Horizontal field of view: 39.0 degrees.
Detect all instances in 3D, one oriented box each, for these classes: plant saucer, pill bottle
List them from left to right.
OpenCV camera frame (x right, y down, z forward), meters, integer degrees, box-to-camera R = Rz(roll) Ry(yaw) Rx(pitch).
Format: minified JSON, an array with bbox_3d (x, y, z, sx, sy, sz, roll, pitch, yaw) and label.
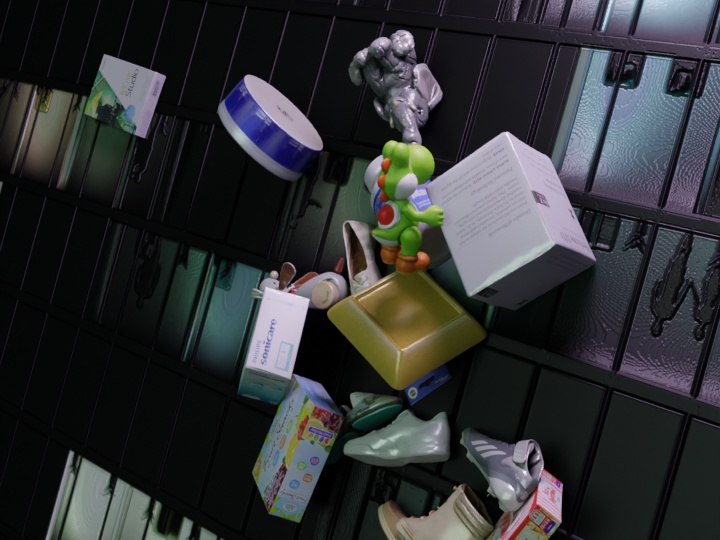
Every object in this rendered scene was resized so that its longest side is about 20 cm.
[{"bbox_3d":[0.077,0.073,1.656,0.200,0.198,0.049,45,148,33],"label":"plant saucer"},{"bbox_3d":[0.084,-0.107,1.722,0.112,0.111,0.201,-47,51,19],"label":"pill bottle"}]

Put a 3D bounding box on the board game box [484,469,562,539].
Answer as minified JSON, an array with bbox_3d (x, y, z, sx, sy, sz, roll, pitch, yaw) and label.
[{"bbox_3d":[0.222,0.404,1.504,0.046,0.151,0.201,36,104,4],"label":"board game box"}]

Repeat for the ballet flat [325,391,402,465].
[{"bbox_3d":[-0.011,0.257,1.760,0.200,0.069,0.072,-43,51,25],"label":"ballet flat"}]

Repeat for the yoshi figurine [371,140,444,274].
[{"bbox_3d":[0.078,-0.107,1.568,0.110,0.112,0.204,2,117,11],"label":"yoshi figurine"}]

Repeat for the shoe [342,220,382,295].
[{"bbox_3d":[0.000,0.000,1.777,0.069,0.053,0.203,-30,51,32],"label":"shoe"}]

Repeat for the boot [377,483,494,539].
[{"bbox_3d":[0.119,0.397,1.623,0.156,0.072,0.200,-53,35,7],"label":"boot"}]

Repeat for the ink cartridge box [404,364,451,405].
[{"bbox_3d":[0.075,0.118,1.741,0.094,0.037,0.203,-37,64,25],"label":"ink cartridge box"}]

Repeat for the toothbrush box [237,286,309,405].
[{"bbox_3d":[-0.155,0.136,1.784,0.084,0.200,0.149,15,67,-4],"label":"toothbrush box"}]

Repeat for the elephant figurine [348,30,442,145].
[{"bbox_3d":[0.073,-0.300,1.772,0.202,0.154,0.141,60,155,0],"label":"elephant figurine"}]

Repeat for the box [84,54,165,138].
[{"bbox_3d":[-0.531,-0.393,2.282,0.198,0.036,0.147,23,95,38],"label":"box"}]

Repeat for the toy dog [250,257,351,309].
[{"bbox_3d":[-0.093,0.018,1.831,0.196,0.132,0.098,9,86,11],"label":"toy dog"}]

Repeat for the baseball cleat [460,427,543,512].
[{"bbox_3d":[0.222,0.285,1.554,0.106,0.070,0.201,-44,29,7],"label":"baseball cleat"}]

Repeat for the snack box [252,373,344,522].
[{"bbox_3d":[-0.112,0.306,1.775,0.203,0.067,0.169,-66,20,6],"label":"snack box"}]

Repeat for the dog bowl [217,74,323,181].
[{"bbox_3d":[-0.165,-0.265,1.886,0.079,0.199,0.201,-45,59,17],"label":"dog bowl"}]

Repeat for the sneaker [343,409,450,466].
[{"bbox_3d":[0.064,0.277,1.705,0.197,0.075,0.090,-9,64,28],"label":"sneaker"}]

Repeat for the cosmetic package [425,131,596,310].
[{"bbox_3d":[0.232,-0.071,1.579,0.164,0.164,0.203,-33,64,27],"label":"cosmetic package"}]
